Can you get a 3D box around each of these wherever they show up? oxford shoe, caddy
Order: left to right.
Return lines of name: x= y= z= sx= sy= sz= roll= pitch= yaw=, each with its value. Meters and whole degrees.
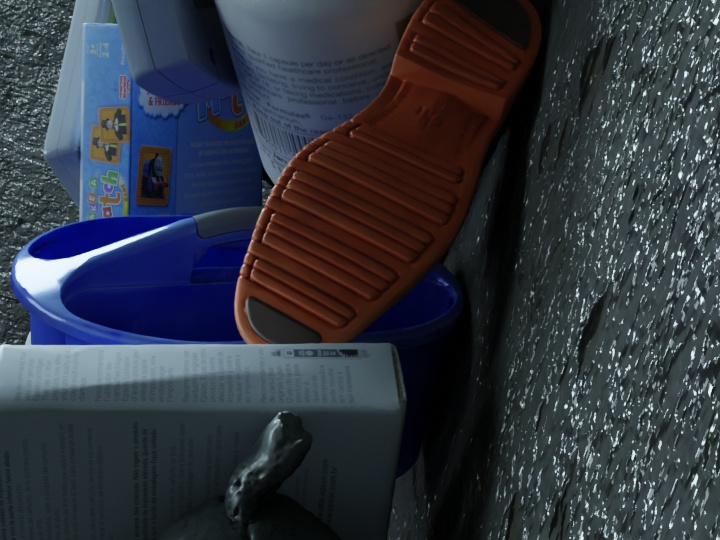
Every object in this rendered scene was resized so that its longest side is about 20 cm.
caddy: x=-0.052 y=0.023 z=0.672 sx=0.141 sy=0.198 sz=0.106 roll=40 pitch=127 yaw=55
oxford shoe: x=0.015 y=-0.029 z=0.637 sx=0.201 sy=0.071 sz=0.073 roll=-53 pitch=-14 yaw=-30

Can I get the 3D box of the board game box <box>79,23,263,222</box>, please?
board game box: x=-0.103 y=-0.034 z=0.877 sx=0.151 sy=0.036 sz=0.203 roll=-14 pitch=-72 yaw=-65

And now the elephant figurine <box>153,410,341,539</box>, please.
elephant figurine: x=-0.033 y=0.187 z=0.512 sx=0.141 sy=0.155 sz=0.201 roll=-29 pitch=37 yaw=16

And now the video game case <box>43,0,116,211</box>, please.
video game case: x=-0.130 y=-0.091 z=0.939 sx=0.183 sy=0.022 sz=0.202 roll=65 pitch=-157 yaw=-51

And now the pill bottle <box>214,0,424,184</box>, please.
pill bottle: x=-0.010 y=-0.129 z=0.712 sx=0.201 sy=0.113 sz=0.115 roll=76 pitch=-160 yaw=-51

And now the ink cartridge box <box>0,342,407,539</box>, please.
ink cartridge box: x=-0.090 y=0.112 z=0.601 sx=0.041 sy=0.197 sz=0.201 roll=-101 pitch=14 yaw=-50

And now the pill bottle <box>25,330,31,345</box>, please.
pill bottle: x=-0.167 y=0.088 z=1.039 sx=0.113 sy=0.111 sz=0.202 roll=114 pitch=150 yaw=-59

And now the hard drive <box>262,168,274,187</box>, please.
hard drive: x=-0.029 y=-0.088 z=1.076 sx=0.042 sy=0.134 sz=0.200 roll=-53 pitch=12 yaw=16

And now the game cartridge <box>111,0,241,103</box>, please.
game cartridge: x=-0.086 y=-0.152 z=0.779 sx=0.200 sy=0.041 sz=0.135 roll=-46 pitch=-53 yaw=-76
